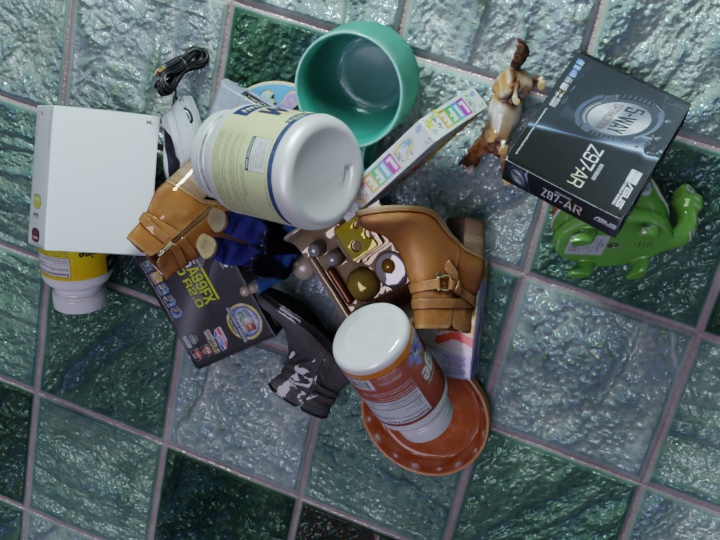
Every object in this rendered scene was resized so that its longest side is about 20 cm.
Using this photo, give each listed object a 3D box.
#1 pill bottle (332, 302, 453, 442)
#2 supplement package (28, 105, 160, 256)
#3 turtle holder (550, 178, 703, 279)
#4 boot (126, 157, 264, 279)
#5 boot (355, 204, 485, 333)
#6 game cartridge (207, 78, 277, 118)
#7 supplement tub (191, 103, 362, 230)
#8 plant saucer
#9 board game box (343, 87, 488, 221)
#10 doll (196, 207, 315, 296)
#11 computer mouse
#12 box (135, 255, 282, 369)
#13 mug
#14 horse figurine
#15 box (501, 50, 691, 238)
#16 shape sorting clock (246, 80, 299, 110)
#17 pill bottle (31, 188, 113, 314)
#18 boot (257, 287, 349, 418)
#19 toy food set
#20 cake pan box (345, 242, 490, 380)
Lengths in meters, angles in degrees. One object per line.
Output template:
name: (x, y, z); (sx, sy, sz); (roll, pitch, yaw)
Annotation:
pill bottle: (0.051, 0.144, 1.609); (0.111, 0.113, 0.200); (-11, 137, 24)
supplement package: (-0.382, -0.128, 1.700); (0.111, 0.154, 0.202); (12, 98, 61)
turtle holder: (0.332, -0.077, 1.504); (0.184, 0.133, 0.141); (-14, 150, 24)
boot: (-0.228, -0.045, 1.709); (0.200, 0.074, 0.155); (44, 77, -24)
boot: (0.076, -0.001, 1.563); (0.076, 0.199, 0.157); (0, 80, 56)
game cartridge: (-0.134, -0.162, 1.664); (0.199, 0.041, 0.134); (32, 122, 14)
supplement tub: (-0.111, -0.137, 1.535); (0.199, 0.144, 0.146); (15, 119, 43)
plant saucer: (0.098, 0.211, 1.774); (0.198, 0.032, 0.202); (7, 112, 18)
board game box: (0.063, -0.150, 1.551); (0.034, 0.134, 0.200); (52, 135, 2)
doll: (-0.141, -0.024, 1.697); (0.048, 0.199, 0.137); (31, 100, 46)
computer mouse: (-0.249, -0.211, 1.704); (0.044, 0.110, 0.202); (14, 124, 21)
box: (-0.230, 0.034, 1.819); (0.159, 0.044, 0.201); (-23, 102, 27)
mug: (-0.005, -0.240, 1.582); (0.152, 0.114, 0.186); (36, 120, 3)
horse figurine: (0.187, -0.203, 1.534); (0.049, 0.133, 0.202); (12, 110, -11)
box: (0.288, -0.158, 1.454); (0.159, 0.201, 0.044); (30, 155, 15)
shape sorting clock: (-0.115, -0.169, 1.695); (0.198, 0.039, 0.202); (8, 114, 18)
pill bottle: (-0.439, -0.041, 1.829); (0.111, 0.112, 0.202); (8, 114, 18)
boot: (-0.099, 0.127, 1.763); (0.200, 0.070, 0.132); (38, 104, -6)
toy food set: (0.000, 0.000, 1.647); (0.143, 0.060, 0.201); (-34, 87, 22)
cake pan box: (0.078, 0.047, 1.688); (0.198, 0.052, 0.186); (11, 102, 18)
